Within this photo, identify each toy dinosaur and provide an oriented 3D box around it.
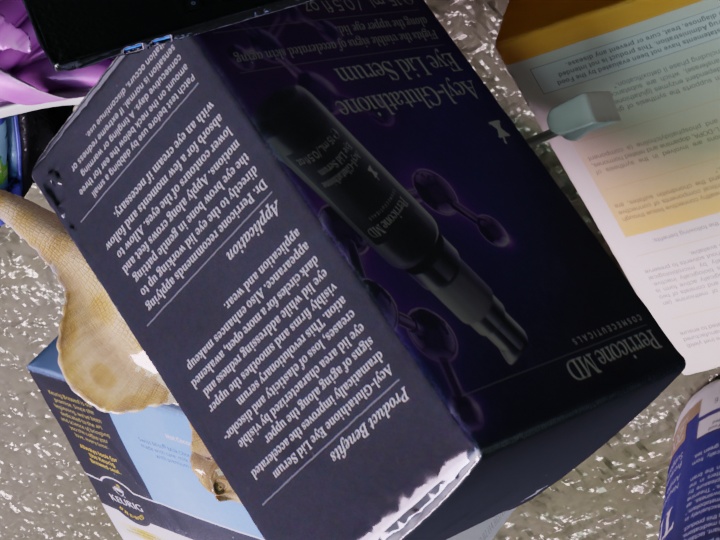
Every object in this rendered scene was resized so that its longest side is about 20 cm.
[{"bbox_3d":[-0.091,0.008,0.845,0.200,0.101,0.058,48,174,7],"label":"toy dinosaur"}]

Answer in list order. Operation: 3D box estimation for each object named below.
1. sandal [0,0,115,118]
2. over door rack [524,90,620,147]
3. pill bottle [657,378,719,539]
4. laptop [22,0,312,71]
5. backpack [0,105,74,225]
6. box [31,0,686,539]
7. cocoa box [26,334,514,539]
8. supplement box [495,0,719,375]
[{"bbox_3d":[-0.130,-0.101,0.815,0.202,0.050,0.083,-2,91,-7],"label":"sandal"},{"bbox_3d":[0.012,-0.098,0.853,0.200,0.067,0.148,-23,87,39],"label":"over door rack"},{"bbox_3d":[0.198,0.152,0.976,0.111,0.200,0.111,8,132,9],"label":"pill bottle"},{"bbox_3d":[-0.041,-0.187,0.693,0.199,0.177,0.103,-17,145,-12],"label":"laptop"},{"bbox_3d":[-0.218,-0.130,0.899,0.182,0.135,0.200,13,130,4],"label":"backpack"},{"bbox_3d":[0.000,0.000,0.749,0.104,0.148,0.200,-45,73,35],"label":"box"},{"bbox_3d":[-0.035,0.069,0.976,0.200,0.133,0.131,12,138,41],"label":"cocoa box"},{"bbox_3d":[0.163,-0.059,0.885,0.126,0.074,0.200,-16,123,29],"label":"supplement box"}]
